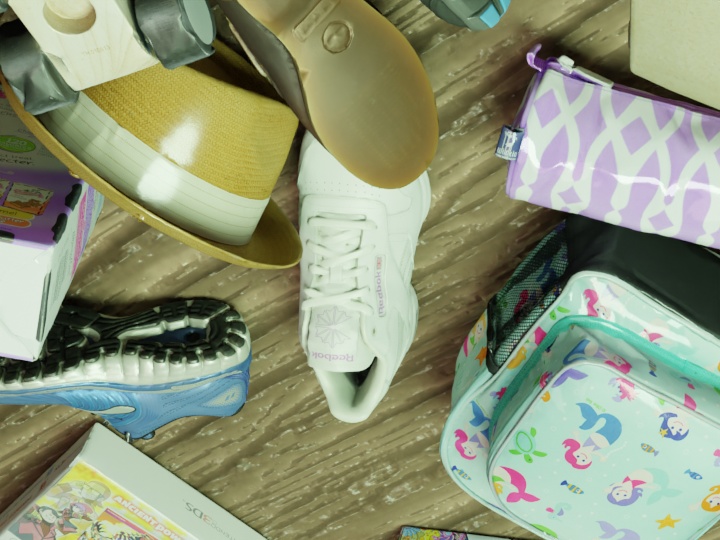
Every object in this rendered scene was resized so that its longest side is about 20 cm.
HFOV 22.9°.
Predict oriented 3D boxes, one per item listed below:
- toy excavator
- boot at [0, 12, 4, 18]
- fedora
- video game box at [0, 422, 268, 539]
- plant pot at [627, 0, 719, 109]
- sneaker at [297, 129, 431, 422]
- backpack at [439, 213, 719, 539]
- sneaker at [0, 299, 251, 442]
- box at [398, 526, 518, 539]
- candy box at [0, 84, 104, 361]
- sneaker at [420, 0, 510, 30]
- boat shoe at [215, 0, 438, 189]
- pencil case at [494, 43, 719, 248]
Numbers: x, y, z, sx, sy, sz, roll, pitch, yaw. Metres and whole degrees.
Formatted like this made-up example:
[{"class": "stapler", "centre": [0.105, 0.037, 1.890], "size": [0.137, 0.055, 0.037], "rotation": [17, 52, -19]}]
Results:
[{"class": "toy excavator", "centre": [-0.153, -0.208, 0.869], "size": [0.100, 0.200, 0.195], "rotation": [-18, 136, 15]}, {"class": "boot", "centre": [-0.262, -0.147, 0.941], "size": [0.077, 0.200, 0.155], "rotation": [3, 137, -45]}, {"class": "fedora", "centre": [-0.097, -0.082, 0.966], "size": [0.200, 0.201, 0.082], "rotation": [34, 103, -13]}, {"class": "video game box", "centre": [-0.164, 0.220, 1.291], "size": [0.200, 0.047, 0.182], "rotation": [37, 129, -15]}, {"class": "plant pot", "centre": [0.210, -0.170, 0.778], "size": [0.176, 0.200, 0.200], "rotation": [3, 128, 11]}, {"class": "sneaker", "centre": [0.000, 0.000, 1.038], "size": [0.075, 0.100, 0.201], "rotation": [3, 127, 13]}, {"class": "backpack", "centre": [0.144, 0.081, 1.039], "size": [0.177, 0.151, 0.200], "rotation": [29, 134, -13]}, {"class": "sneaker", "centre": [-0.167, 0.075, 1.151], "size": [0.199, 0.079, 0.089], "rotation": [-1, 129, 8]}, {"class": "box", "centre": [0.114, 0.298, 1.230], "size": [0.192, 0.122, 0.201], "rotation": [5, 129, 12]}, {"class": "candy box", "centre": [-0.235, -0.041, 0.986], "size": [0.167, 0.200, 0.072], "rotation": [11, 116, -2]}, {"class": "sneaker", "centre": [0.002, -0.201, 0.910], "size": [0.200, 0.073, 0.082], "rotation": [47, 146, -20]}, {"class": "boat shoe", "centre": [-0.026, -0.128, 0.937], "size": [0.070, 0.070, 0.200], "rotation": [-39, 125, -7]}, {"class": "pencil case", "centre": [0.173, -0.060, 0.960], "size": [0.199, 0.084, 0.086], "rotation": [14, 106, 2]}]
